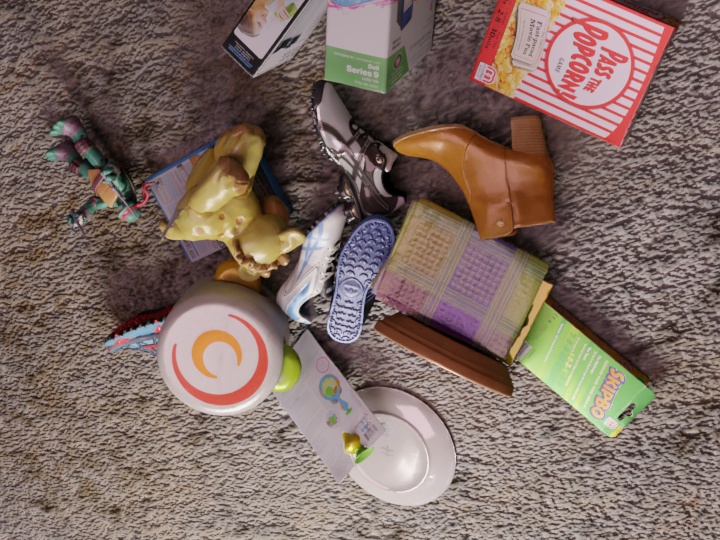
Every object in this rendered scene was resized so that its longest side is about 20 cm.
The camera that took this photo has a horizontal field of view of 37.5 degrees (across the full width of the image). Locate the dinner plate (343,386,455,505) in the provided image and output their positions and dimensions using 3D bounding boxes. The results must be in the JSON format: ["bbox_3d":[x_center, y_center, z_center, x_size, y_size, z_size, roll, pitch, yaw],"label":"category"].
[{"bbox_3d":[0.045,0.266,1.568,0.199,0.024,0.201,10,114,23],"label":"dinner plate"}]

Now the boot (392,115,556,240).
[{"bbox_3d":[0.139,-0.109,1.311,0.200,0.071,0.145,-5,88,21],"label":"boot"}]

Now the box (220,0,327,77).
[{"bbox_3d":[-0.077,-0.341,1.315,0.060,0.117,0.200,44,122,0],"label":"box"}]

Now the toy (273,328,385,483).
[{"bbox_3d":[-0.045,0.197,1.555,0.115,0.047,0.200,-51,58,21],"label":"toy"}]

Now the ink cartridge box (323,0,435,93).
[{"bbox_3d":[0.027,-0.330,1.231,0.087,0.145,0.201,16,126,20],"label":"ink cartridge box"}]

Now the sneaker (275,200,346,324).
[{"bbox_3d":[-0.055,-0.011,1.472,0.072,0.072,0.201,32,124,9],"label":"sneaker"}]

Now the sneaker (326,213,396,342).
[{"bbox_3d":[0.000,0.000,1.439,0.070,0.078,0.201,19,121,-3],"label":"sneaker"}]

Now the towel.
[{"bbox_3d":[0.123,0.008,1.343,0.199,0.023,0.144,27,100,13],"label":"towel"}]

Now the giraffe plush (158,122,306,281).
[{"bbox_3d":[-0.158,-0.074,1.433,0.162,0.201,0.172,36,161,-20],"label":"giraffe plush"}]

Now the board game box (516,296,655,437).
[{"bbox_3d":[0.282,0.123,1.385,0.200,0.030,0.096,42,124,9],"label":"board game box"}]

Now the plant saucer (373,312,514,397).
[{"bbox_3d":[0.113,0.104,1.378,0.199,0.200,0.038,26,91,15],"label":"plant saucer"}]

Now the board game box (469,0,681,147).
[{"bbox_3d":[0.245,-0.255,1.229,0.199,0.046,0.152,27,121,14],"label":"board game box"}]

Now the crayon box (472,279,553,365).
[{"bbox_3d":[0.140,0.021,1.384,0.199,0.051,0.127,30,108,13],"label":"crayon box"}]

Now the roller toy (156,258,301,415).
[{"bbox_3d":[-0.196,0.101,1.534,0.182,0.140,0.201,-27,103,9],"label":"roller toy"}]

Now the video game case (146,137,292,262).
[{"bbox_3d":[-0.207,-0.108,1.538,0.199,0.018,0.144,-23,99,32],"label":"video game case"}]

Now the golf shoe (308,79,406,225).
[{"bbox_3d":[0.000,-0.162,1.385,0.094,0.078,0.201,-15,111,20],"label":"golf shoe"}]

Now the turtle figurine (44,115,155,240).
[{"bbox_3d":[-0.387,-0.127,1.571,0.200,0.101,0.150,50,126,13],"label":"turtle figurine"}]

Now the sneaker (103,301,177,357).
[{"bbox_3d":[-0.316,0.114,1.651,0.199,0.079,0.096,-15,106,31],"label":"sneaker"}]
